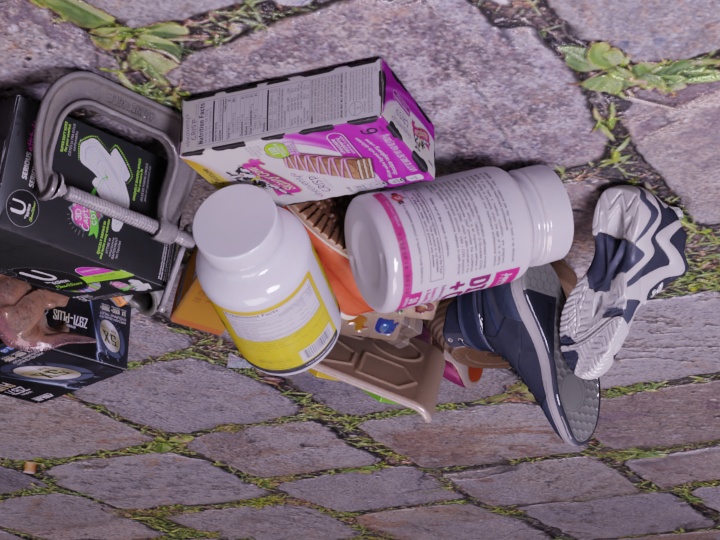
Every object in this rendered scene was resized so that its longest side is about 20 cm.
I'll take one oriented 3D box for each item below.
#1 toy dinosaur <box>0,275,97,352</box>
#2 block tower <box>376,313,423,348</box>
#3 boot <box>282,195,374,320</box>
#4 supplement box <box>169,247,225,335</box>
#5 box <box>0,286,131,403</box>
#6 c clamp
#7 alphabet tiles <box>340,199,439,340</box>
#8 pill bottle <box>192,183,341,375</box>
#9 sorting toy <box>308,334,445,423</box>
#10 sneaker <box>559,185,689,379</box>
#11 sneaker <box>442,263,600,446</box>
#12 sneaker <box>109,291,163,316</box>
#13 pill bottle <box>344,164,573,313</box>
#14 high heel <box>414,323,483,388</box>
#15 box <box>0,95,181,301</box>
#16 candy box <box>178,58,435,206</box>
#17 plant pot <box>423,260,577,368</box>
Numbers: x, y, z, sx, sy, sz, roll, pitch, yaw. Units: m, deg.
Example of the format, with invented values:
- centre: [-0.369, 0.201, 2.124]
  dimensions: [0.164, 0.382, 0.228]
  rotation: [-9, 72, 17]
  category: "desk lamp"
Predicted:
- centre: [-0.387, 0.037, 1.575]
  dimensions: [0.086, 0.200, 0.135]
  rotation: [-50, 171, 32]
  category: "toy dinosaur"
- centre: [-0.013, 0.019, 1.598]
  dimensions: [0.199, 0.054, 0.058]
  rotation: [28, 148, -29]
  category: "block tower"
- centre: [-0.036, -0.020, 1.463]
  dimensions: [0.107, 0.075, 0.200]
  rotation: [-24, 127, 34]
  category: "boot"
- centre: [-0.153, 0.005, 1.586]
  dimensions: [0.066, 0.069, 0.200]
  rotation: [17, 156, -14]
  category: "supplement box"
- centre: [-0.407, 0.088, 1.775]
  dimensions: [0.199, 0.087, 0.163]
  rotation: [-20, 150, 40]
  category: "box"
- centre: [-0.214, -0.077, 1.281]
  dimensions: [0.199, 0.172, 0.027]
  rotation: [30, 167, -40]
  category: "c clamp"
- centre: [0.000, 0.000, 1.539]
  dimensions: [0.198, 0.008, 0.168]
  rotation: [8, 123, -18]
  category: "alphabet tiles"
- centre: [-0.091, 0.008, 1.369]
  dimensions: [0.111, 0.113, 0.201]
  rotation: [-4, 147, 12]
  category: "pill bottle"
- centre: [-0.001, 0.097, 1.632]
  dimensions: [0.199, 0.037, 0.185]
  rotation: [26, -161, 0]
  category: "sorting toy"
- centre: [0.283, 0.016, 1.482]
  dimensions: [0.129, 0.201, 0.079]
  rotation: [5, -174, -42]
  category: "sneaker"
- centre: [0.169, 0.092, 1.539]
  dimensions: [0.077, 0.204, 0.146]
  rotation: [-23, -174, -41]
  category: "sneaker"
- centre: [-0.274, -0.011, 1.546]
  dimensions: [0.073, 0.080, 0.200]
  rotation: [-13, 152, 34]
  category: "sneaker"
- centre: [0.095, -0.035, 1.373]
  dimensions: [0.198, 0.114, 0.113]
  rotation: [-14, 163, -20]
  category: "pill bottle"
- centre: [0.089, 0.099, 1.842]
  dimensions: [0.095, 0.068, 0.200]
  rotation: [8, 161, 29]
  category: "high heel"
- centre: [-0.287, -0.060, 1.346]
  dimensions: [0.148, 0.126, 0.199]
  rotation: [-8, 157, 43]
  category: "box"
- centre: [-0.047, -0.117, 1.305]
  dimensions: [0.198, 0.062, 0.136]
  rotation: [-8, 156, 22]
  category: "candy box"
- centre: [0.155, 0.055, 1.673]
  dimensions: [0.199, 0.094, 0.201]
  rotation: [0, 158, 0]
  category: "plant pot"
